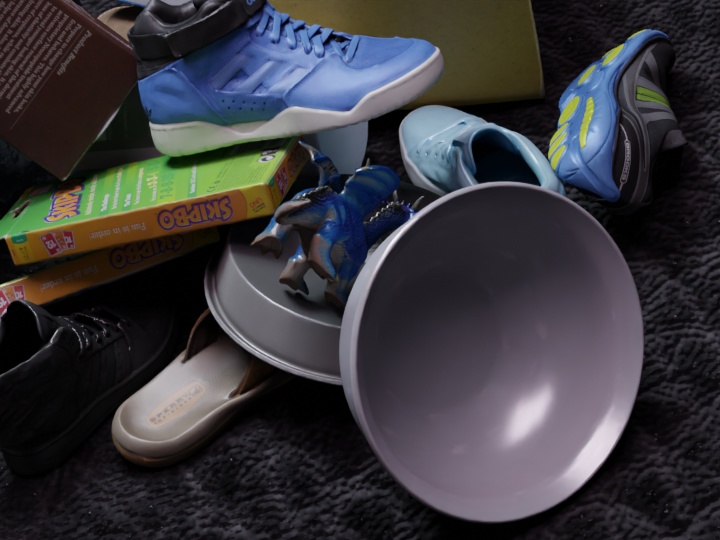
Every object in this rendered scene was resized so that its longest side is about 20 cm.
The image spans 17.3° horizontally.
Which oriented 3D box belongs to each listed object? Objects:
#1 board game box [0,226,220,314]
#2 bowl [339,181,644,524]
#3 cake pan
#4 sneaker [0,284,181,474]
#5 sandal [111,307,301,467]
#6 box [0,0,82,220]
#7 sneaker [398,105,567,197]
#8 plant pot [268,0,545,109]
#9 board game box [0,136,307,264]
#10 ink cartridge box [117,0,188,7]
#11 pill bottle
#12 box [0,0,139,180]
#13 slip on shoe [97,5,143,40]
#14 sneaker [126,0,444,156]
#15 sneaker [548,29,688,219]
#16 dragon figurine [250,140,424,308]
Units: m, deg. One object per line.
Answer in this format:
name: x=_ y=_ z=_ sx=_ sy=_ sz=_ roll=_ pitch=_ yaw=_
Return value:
board game box: x=-0.175 y=-0.002 z=1.592 sx=0.199 sy=0.030 sz=0.096 roll=-23 pitch=2 yaw=-4
bowl: x=0.063 y=0.045 z=1.411 sx=0.201 sy=0.201 sz=0.090 roll=-36 pitch=20 yaw=-20
cake pan: x=0.000 y=0.000 z=1.521 sx=0.199 sy=0.037 sz=0.201 roll=5 pitch=35 yaw=-3
sneaker: x=-0.192 y=0.053 z=1.518 sx=0.060 sy=0.104 sz=0.200 roll=18 pitch=52 yaw=33
sandal: x=-0.082 y=0.048 z=1.527 sx=0.200 sy=0.054 sz=0.080 roll=-39 pitch=47 yaw=-23
box: x=-0.296 y=-0.135 z=1.681 sx=0.117 sy=0.197 sz=0.200 roll=25 pitch=56 yaw=35
sneaker: x=0.085 y=-0.076 z=1.584 sx=0.074 sy=0.082 sz=0.200 roll=-30 pitch=41 yaw=-16
plant pot: x=0.008 y=-0.231 z=1.685 sx=0.199 sy=0.196 sz=0.195 roll=-13 pitch=42 yaw=1
board game box: x=-0.140 y=-0.047 z=1.540 sx=0.199 sy=0.030 sz=0.096 roll=-8 pitch=22 yaw=17
ink cartridge box: x=-0.100 y=-0.266 z=1.821 sx=0.116 sy=0.068 sz=0.200 roll=17 pitch=36 yaw=31
pill bottle: x=-0.104 y=-0.102 z=1.638 sx=0.199 sy=0.114 sz=0.114 roll=-2 pitch=44 yaw=22
box: x=-0.247 y=-0.158 z=1.540 sx=0.100 sy=0.200 sz=0.075 roll=-52 pitch=25 yaw=3
slip on shoe: x=-0.135 y=-0.161 z=1.760 sx=0.076 sy=0.061 sz=0.200 roll=-34 pitch=45 yaw=-19
sneaker: x=-0.053 y=-0.147 z=1.512 sx=0.199 sy=0.112 sz=0.077 roll=-10 pitch=21 yaw=18
sneaker: x=0.179 y=-0.097 z=1.595 sx=0.071 sy=0.083 sz=0.200 roll=-36 pitch=16 yaw=31
dragon figurine: x=-0.015 y=-0.041 z=1.425 sx=0.059 sy=0.200 sz=0.100 roll=20 pitch=75 yaw=21
